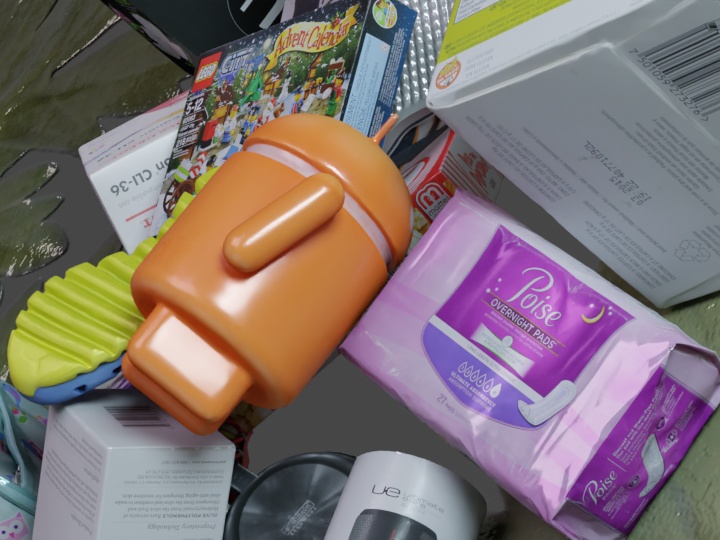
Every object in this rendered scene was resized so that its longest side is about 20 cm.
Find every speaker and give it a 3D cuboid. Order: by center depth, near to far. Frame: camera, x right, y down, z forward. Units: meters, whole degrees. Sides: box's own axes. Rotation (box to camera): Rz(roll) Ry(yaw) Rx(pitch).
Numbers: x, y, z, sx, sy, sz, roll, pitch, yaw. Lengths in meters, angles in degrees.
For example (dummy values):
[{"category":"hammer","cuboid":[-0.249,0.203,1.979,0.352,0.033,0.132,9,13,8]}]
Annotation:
[{"category":"speaker","cuboid":[0.001,0.199,1.317,0.081,0.081,0.201,-12,47,49]}]

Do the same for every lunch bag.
[{"category":"lunch bag","cuboid":[-0.221,0.144,1.604,0.077,0.160,0.200,-49,29,5]}]

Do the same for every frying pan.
[{"category":"frying pan","cuboid":[-0.046,0.126,1.447,0.114,0.031,0.190,-29,52,-3]}]

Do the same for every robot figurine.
[{"category":"robot figurine","cuboid":[-0.047,-0.005,1.369,0.116,0.144,0.200,24,67,37]}]

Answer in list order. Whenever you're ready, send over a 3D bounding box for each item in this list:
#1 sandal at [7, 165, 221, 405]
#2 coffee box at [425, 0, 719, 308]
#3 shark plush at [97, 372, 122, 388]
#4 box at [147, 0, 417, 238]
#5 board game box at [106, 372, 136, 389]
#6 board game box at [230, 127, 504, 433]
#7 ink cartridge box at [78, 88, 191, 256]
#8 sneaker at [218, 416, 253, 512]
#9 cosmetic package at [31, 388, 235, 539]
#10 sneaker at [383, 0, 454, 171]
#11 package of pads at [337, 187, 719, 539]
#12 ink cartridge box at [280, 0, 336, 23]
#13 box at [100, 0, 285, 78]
[{"category":"sandal","cuboid":[-0.119,0.024,1.459,0.199,0.087,0.079,-33,52,-24]},{"category":"coffee box","cuboid":[0.189,-0.135,1.302,0.199,0.199,0.199,-23,39,41]},{"category":"shark plush","cuboid":[-0.127,0.018,1.697,0.090,0.083,0.201,24,68,24]},{"category":"box","cuboid":[-0.052,-0.090,1.560,0.200,0.038,0.137,-14,57,53]},{"category":"board game box","cuboid":[-0.107,0.042,1.573,0.200,0.032,0.120,-46,11,-27]},{"category":"board game box","cuboid":[0.000,0.000,1.518,0.200,0.046,0.152,-41,7,16]},{"category":"ink cartridge box","cuboid":[-0.129,-0.072,1.725,0.116,0.068,0.200,-28,14,-4]},{"category":"sneaker","cuboid":[-0.097,0.111,1.559,0.085,0.077,0.200,-48,29,-5]},{"category":"cosmetic package","cuboid":[-0.142,0.180,1.439,0.108,0.084,0.201,34,119,58]},{"category":"sneaker","cuboid":[0.033,-0.116,1.584,0.200,0.079,0.079,-47,66,28]},{"category":"package of pads","cuboid":[0.090,0.049,1.314,0.121,0.076,0.200,-54,46,1]},{"category":"ink cartridge box","cuboid":[0.022,-0.187,1.710,0.145,0.084,0.201,-28,36,34]},{"category":"box","cuboid":[-0.117,-0.238,1.842,0.149,0.200,0.124,-54,30,-5]}]
